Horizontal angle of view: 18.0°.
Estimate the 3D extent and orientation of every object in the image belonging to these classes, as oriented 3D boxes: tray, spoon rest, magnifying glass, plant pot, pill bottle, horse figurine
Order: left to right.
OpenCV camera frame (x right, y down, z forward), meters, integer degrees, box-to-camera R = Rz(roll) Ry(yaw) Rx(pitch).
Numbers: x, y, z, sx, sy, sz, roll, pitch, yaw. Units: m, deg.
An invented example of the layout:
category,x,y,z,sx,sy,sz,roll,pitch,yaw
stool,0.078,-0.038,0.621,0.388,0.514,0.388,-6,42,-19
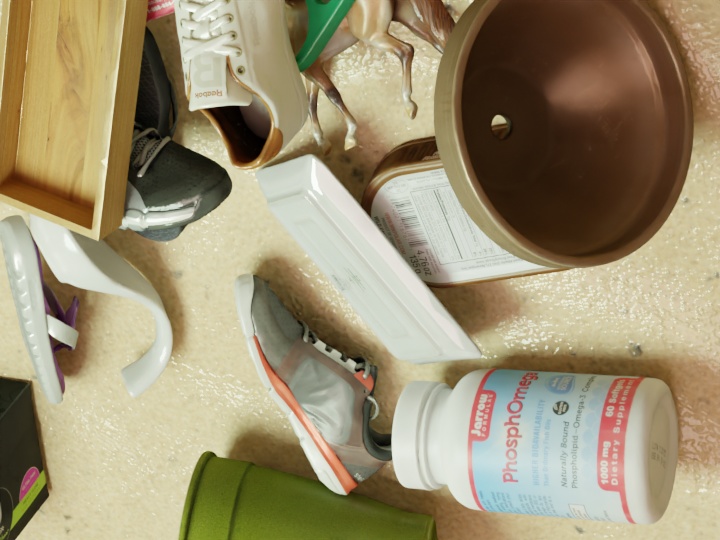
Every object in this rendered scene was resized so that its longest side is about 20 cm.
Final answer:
category,x,y,z,sx,sy,sz,roll,pitch,yaw
tray,-0.205,-0.131,1.589,0.098,0.037,0.200,21,119,20
spoon rest,-0.201,0.007,1.780,0.061,0.099,0.200,-28,125,-2
plant pot,-0.039,0.253,1.819,0.192,0.201,0.201,4,125,6
magnifying glass,-0.016,-0.195,1.547,0.200,0.022,0.080,-28,79,33
horse figurine,-0.006,-0.159,1.590,0.200,0.050,0.133,-21,99,39
tray,0.000,0.000,1.689,0.200,0.022,0.107,50,158,-14
pill bottle,0.130,0.129,1.697,0.199,0.109,0.109,2,123,21
plant pot,0.119,-0.099,1.514,0.201,0.201,0.093,55,152,-17

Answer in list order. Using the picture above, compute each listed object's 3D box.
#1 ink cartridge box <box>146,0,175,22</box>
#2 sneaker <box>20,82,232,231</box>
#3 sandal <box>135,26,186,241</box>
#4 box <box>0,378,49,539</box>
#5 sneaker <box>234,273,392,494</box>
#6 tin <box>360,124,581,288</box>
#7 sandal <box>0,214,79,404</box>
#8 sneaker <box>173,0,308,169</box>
category,x,y,z,sx,sy,sz,roll,pitch,yaw
ink cartridge box,-0.131,-0.288,1.540,0.145,0.083,0.200,-15,116,31
sneaker,-0.192,-0.099,1.649,0.200,0.075,0.116,9,132,30
sandal,-0.168,-0.111,1.711,0.076,0.043,0.200,16,137,21
box,-0.390,0.170,1.921,0.199,0.149,0.125,7,124,19
sneaker,-0.031,0.077,1.771,0.082,0.077,0.200,-27,112,6
tin,0.093,-0.045,1.642,0.200,0.042,0.112,-10,122,28
sandal,-0.247,0.035,1.812,0.050,0.083,0.203,-17,142,-11
sneaker,-0.089,-0.158,1.508,0.073,0.085,0.200,-7,121,28
